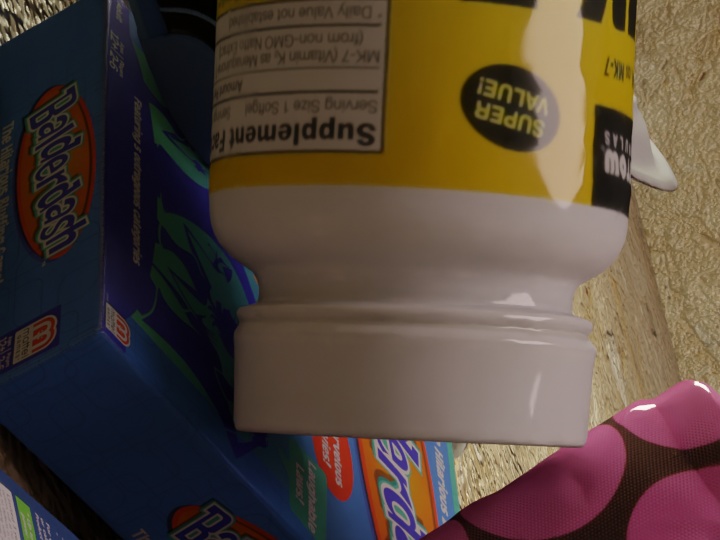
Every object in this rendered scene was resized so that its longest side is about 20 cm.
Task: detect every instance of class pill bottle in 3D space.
[{"bbox_3d":[0.017,-0.056,0.671,0.114,0.113,0.202,17,75,-78],"label":"pill bottle"}]

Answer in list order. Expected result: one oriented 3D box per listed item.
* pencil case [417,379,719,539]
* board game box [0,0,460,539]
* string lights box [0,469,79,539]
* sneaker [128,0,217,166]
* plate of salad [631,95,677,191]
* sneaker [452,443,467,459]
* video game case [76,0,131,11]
[{"bbox_3d":[0.033,0.117,0.684,0.091,0.199,0.094,56,-13,28],"label":"pencil case"},{"bbox_3d":[-0.035,0.035,0.749,0.200,0.045,0.153,50,22,-37],"label":"board game box"},{"bbox_3d":[-0.069,0.111,0.505,0.200,0.059,0.103,57,20,-57],"label":"string lights box"},{"bbox_3d":[-0.029,-0.131,0.748,0.070,0.077,0.202,5,74,-65],"label":"sneaker"},{"bbox_3d":[0.027,-0.086,0.867,0.200,0.048,0.200,37,14,-10],"label":"plate of salad"},{"bbox_3d":[0.000,0.000,0.864,0.200,0.076,0.081,39,60,-52],"label":"sneaker"},{"bbox_3d":[-0.032,-0.045,0.906,0.201,0.022,0.183,67,31,-30],"label":"video game case"}]
